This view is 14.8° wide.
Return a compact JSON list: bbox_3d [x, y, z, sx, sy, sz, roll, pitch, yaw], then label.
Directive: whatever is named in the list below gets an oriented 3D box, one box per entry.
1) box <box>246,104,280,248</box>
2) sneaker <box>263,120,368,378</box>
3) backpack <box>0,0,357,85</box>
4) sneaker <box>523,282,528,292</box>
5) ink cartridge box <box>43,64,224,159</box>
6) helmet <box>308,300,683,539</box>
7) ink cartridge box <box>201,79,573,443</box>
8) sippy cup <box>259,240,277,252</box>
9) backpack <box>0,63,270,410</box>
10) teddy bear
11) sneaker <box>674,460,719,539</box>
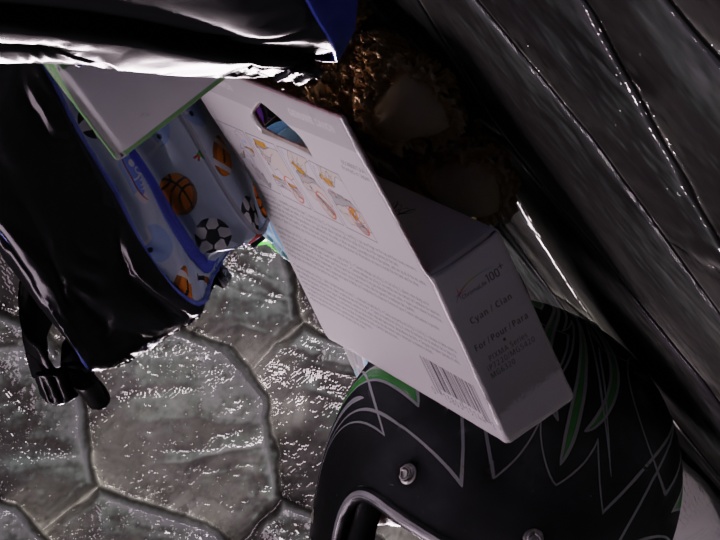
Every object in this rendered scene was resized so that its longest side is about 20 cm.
[{"bbox_3d":[-0.088,-0.126,1.774,0.106,0.122,0.200,53,178,-39],"label":"box"},{"bbox_3d":[0.000,0.000,1.531,0.130,0.079,0.201,30,144,64],"label":"sneaker"},{"bbox_3d":[-0.105,-0.137,0.719,0.163,0.199,0.169,61,-147,-59],"label":"backpack"},{"bbox_3d":[0.039,-0.029,1.652,0.200,0.078,0.086,44,-158,23],"label":"sneaker"},{"bbox_3d":[-0.115,-0.173,1.282,0.200,0.146,0.084,50,176,35],"label":"ink cartridge box"},{"bbox_3d":[0.071,0.109,1.403,0.200,0.199,0.191,51,135,24],"label":"helmet"},{"bbox_3d":[0.004,-0.025,1.289,0.200,0.045,0.177,28,148,62],"label":"ink cartridge box"},{"bbox_3d":[-0.089,-0.107,2.198,0.177,0.140,0.130,26,160,13],"label":"sippy cup"},{"bbox_3d":[-0.133,-0.058,1.428,0.201,0.153,0.191,64,-177,-11],"label":"backpack"},{"bbox_3d":[0.012,-0.086,1.318,0.145,0.067,0.200,43,174,-16],"label":"teddy bear"},{"bbox_3d":[0.170,0.136,1.573,0.088,0.075,0.200,35,-163,-48],"label":"sneaker"}]
